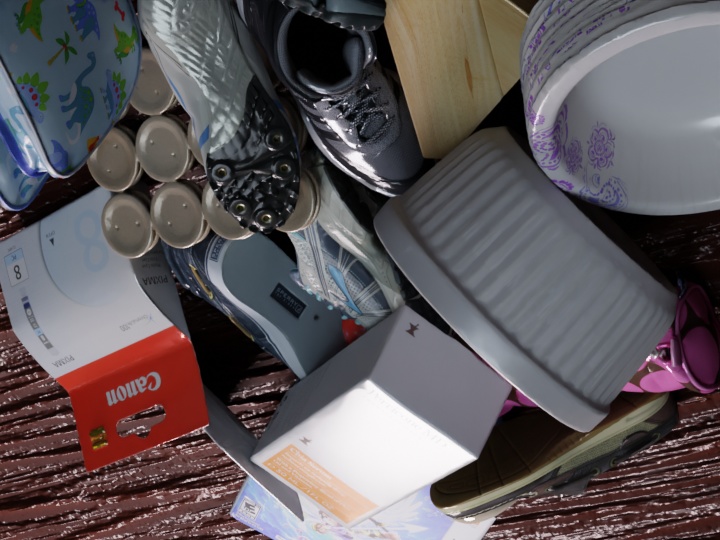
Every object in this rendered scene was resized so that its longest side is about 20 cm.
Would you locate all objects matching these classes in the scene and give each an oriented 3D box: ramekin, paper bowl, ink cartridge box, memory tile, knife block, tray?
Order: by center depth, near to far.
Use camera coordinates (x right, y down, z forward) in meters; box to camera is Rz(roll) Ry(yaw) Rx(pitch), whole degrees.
[{"bbox_3d":[0.192,-0.127,1.055,0.199,0.105,0.201,-4,148,-2],"label":"paper bowl"},{"bbox_3d":[0.041,-0.187,1.136,0.175,0.064,0.200,35,137,-7],"label":"knife block"},{"bbox_3d":[0.114,-0.003,1.161,0.200,0.200,0.105,42,100,-14],"label":"ramekin"},{"bbox_3d":[-0.120,-0.093,1.294,0.199,0.017,0.154,-7,99,34],"label":"memory tile"},{"bbox_3d":[-0.209,0.048,1.418,0.160,0.047,0.201,-23,78,39],"label":"ink cartridge box"},{"bbox_3d":[-0.111,0.127,1.458,0.107,0.022,0.200,46,175,-33],"label":"tray"}]

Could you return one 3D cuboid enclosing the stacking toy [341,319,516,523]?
[{"bbox_3d":[0.053,0.100,1.393,0.085,0.085,0.200,-20,116,38],"label":"stacking toy"}]

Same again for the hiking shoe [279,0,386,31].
[{"bbox_3d":[-0.062,-0.217,1.078,0.199,0.074,0.087,25,98,6],"label":"hiking shoe"}]

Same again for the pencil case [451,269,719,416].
[{"bbox_3d":[0.159,0.059,1.287,0.199,0.094,0.091,-13,102,34],"label":"pencil case"}]

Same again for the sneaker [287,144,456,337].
[{"bbox_3d":[0.000,0.000,1.321,0.086,0.078,0.201,-23,106,32],"label":"sneaker"}]

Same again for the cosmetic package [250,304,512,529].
[{"bbox_3d":[0.011,0.112,1.313,0.101,0.071,0.200,36,145,-10],"label":"cosmetic package"}]

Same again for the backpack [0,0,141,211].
[{"bbox_3d":[-0.235,-0.158,1.202,0.146,0.200,0.184,0,134,26],"label":"backpack"}]

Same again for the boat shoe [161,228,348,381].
[{"bbox_3d":[-0.069,0.024,1.397,0.091,0.071,0.200,20,158,49],"label":"boat shoe"}]

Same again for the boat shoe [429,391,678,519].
[{"bbox_3d":[0.149,0.140,1.341,0.199,0.073,0.065,-28,121,12],"label":"boat shoe"}]

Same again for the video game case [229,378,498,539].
[{"bbox_3d":[0.004,0.197,1.531,0.199,0.046,0.182,28,136,1],"label":"video game case"}]

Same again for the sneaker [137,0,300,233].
[{"bbox_3d":[-0.093,-0.123,1.229,0.072,0.073,0.201,-21,105,6],"label":"sneaker"}]

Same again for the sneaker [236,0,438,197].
[{"bbox_3d":[-0.010,-0.118,1.179,0.075,0.114,0.200,-36,111,3],"label":"sneaker"}]
